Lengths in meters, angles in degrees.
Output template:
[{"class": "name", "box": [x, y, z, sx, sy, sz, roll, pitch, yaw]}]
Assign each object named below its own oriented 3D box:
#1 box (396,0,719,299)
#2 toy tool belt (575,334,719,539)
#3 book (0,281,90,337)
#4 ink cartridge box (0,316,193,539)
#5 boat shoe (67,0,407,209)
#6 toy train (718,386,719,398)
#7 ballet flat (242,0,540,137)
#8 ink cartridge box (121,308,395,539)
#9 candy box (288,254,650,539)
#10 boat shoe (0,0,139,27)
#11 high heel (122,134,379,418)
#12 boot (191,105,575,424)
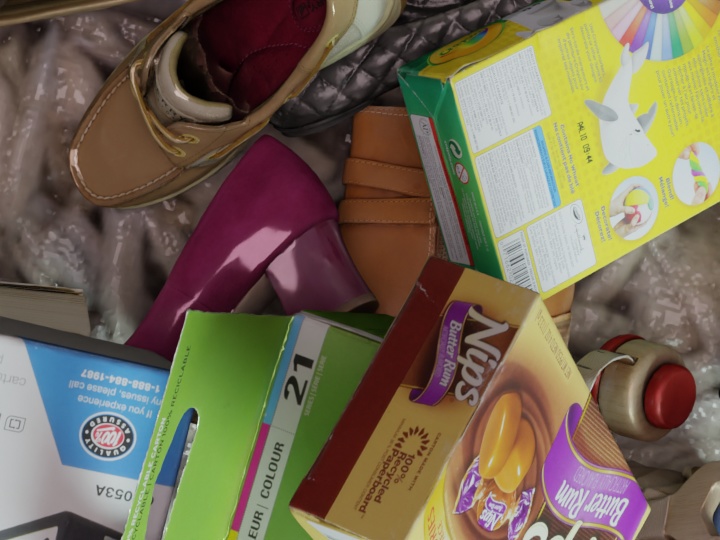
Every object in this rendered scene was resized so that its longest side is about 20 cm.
[{"class": "box", "box": [0.118, -0.075, 1.073, 0.199, 0.048, 0.118, -26, 112, -26]}, {"class": "toy tool belt", "box": [0.159, 0.137, 1.090, 0.125, 0.123, 0.201, -5, 102, -44]}, {"class": "book", "box": [-0.233, 0.067, 1.082, 0.199, 0.048, 0.134, 7, 115, -14]}, {"class": "ink cartridge box", "box": [-0.163, 0.120, 0.956, 0.144, 0.084, 0.201, 13, 92, -19]}, {"class": "boat shoe", "box": [-0.069, -0.089, 1.060, 0.200, 0.066, 0.074, -38, 86, 31]}, {"class": "toy train", "box": [0.247, 0.004, 1.111, 0.113, 0.085, 0.201, 20, 94, 0]}, {"class": "ballet flat", "box": [0.034, -0.127, 1.094, 0.199, 0.067, 0.057, -29, 117, 2]}, {"class": "ink cartridge box", "box": [-0.018, 0.097, 0.971, 0.075, 0.200, 0.148, 19, 95, 22]}, {"class": "candy box", "box": [0.050, 0.096, 0.957, 0.056, 0.200, 0.117, 19, 68, 30]}, {"class": "boat shoe", "box": [-0.087, -0.150, 1.076, 0.200, 0.073, 0.063, -6, 52, 1]}, {"class": "high heel", "box": [-0.096, 0.024, 1.060, 0.199, 0.067, 0.096, -28, 72, -9]}, {"class": "boot", "box": [0.000, 0.000, 1.110, 0.199, 0.074, 0.156, -3, 91, -6]}]
